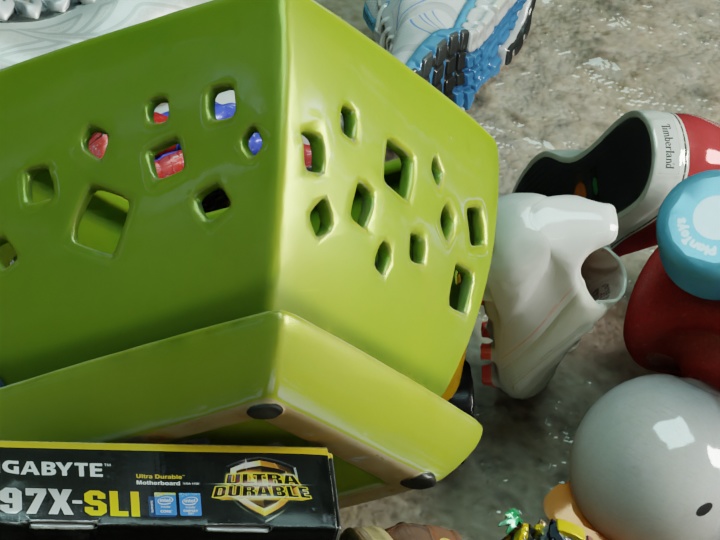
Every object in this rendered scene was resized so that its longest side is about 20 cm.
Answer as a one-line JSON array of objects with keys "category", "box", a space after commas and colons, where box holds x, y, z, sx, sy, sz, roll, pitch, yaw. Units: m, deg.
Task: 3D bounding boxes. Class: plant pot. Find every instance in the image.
[{"category": "plant pot", "box": [-0.061, 0.010, 1.306, 0.200, 0.199, 0.182, -16, 63, 27]}]

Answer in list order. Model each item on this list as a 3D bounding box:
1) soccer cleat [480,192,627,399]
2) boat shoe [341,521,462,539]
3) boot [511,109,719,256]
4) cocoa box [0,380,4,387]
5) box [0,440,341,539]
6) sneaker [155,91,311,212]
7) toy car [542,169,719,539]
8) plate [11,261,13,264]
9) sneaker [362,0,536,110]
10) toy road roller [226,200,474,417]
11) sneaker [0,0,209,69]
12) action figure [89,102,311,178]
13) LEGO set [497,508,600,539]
[{"category": "soccer cleat", "box": [0.097, 0.016, 1.485, 0.077, 0.200, 0.069, -3, 68, 4]}, {"category": "boat shoe", "box": [0.056, 0.190, 1.362, 0.067, 0.072, 0.200, -10, 45, -24]}, {"category": "boot", "box": [0.174, -0.034, 1.583, 0.144, 0.200, 0.073, 3, 77, -24]}, {"category": "cocoa box", "box": [-0.251, 0.113, 1.337, 0.200, 0.133, 0.131, 2, 41, -9]}, {"category": "box", "box": [-0.101, 0.156, 1.269, 0.159, 0.200, 0.049, 3, 45, -9]}, {"category": "sneaker", "box": [-0.105, -0.062, 1.625, 0.200, 0.073, 0.085, 5, 37, -24]}, {"category": "toy car", "box": [0.183, 0.090, 1.469, 0.177, 0.184, 0.200, 31, 74, 21]}, {"category": "plate", "box": [-0.233, -0.012, 1.479, 0.199, 0.032, 0.200, -22, 14, -33]}, {"category": "sneaker", "box": [0.033, -0.133, 1.739, 0.087, 0.075, 0.200, 16, 33, 18]}, {"category": "toy road roller", "box": [0.000, 0.000, 1.511, 0.123, 0.146, 0.200, 3, 41, -9]}, {"category": "sneaker", "box": [-0.167, -0.123, 1.684, 0.200, 0.075, 0.081, -9, 58, -18]}, {"category": "action figure", "box": [-0.089, -0.074, 1.544, 0.200, 0.052, 0.065, -10, 42, -33]}, {"category": "LEGO set", "box": [0.134, 0.185, 1.287, 0.200, 0.116, 0.154, 48, 29, -5]}]
